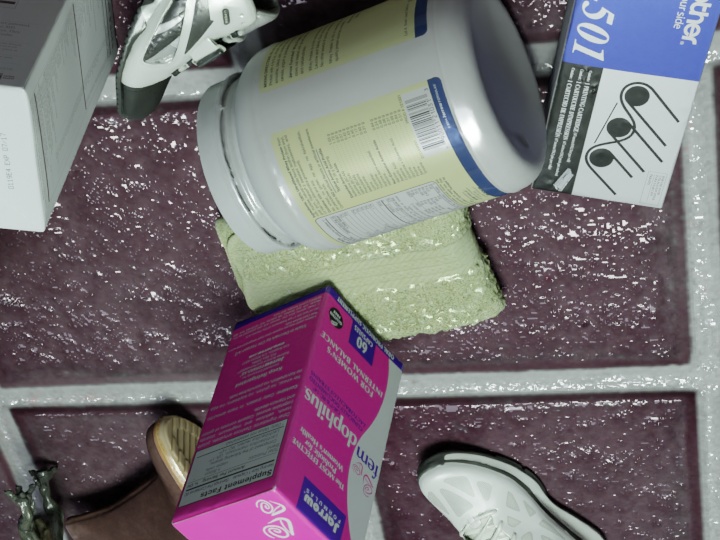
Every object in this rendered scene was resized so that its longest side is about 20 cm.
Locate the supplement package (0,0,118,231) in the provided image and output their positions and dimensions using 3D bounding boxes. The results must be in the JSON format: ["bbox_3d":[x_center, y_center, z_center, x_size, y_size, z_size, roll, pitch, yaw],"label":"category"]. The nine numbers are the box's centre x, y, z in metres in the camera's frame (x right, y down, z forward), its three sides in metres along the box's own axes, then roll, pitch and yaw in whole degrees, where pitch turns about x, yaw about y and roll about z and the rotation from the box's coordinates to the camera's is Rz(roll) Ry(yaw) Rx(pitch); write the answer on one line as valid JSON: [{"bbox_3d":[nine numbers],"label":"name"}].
[{"bbox_3d":[-0.234,-0.134,1.041,0.109,0.200,0.114,6,131,4],"label":"supplement package"}]

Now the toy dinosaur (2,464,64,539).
[{"bbox_3d":[-0.283,0.225,1.426,0.047,0.200,0.089,-10,97,-9],"label":"toy dinosaur"}]

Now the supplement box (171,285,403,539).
[{"bbox_3d":[-0.050,0.126,1.195,0.103,0.201,0.101,-22,126,32],"label":"supplement box"}]

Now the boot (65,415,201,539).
[{"bbox_3d":[-0.191,0.213,1.429,0.166,0.073,0.200,-13,132,18],"label":"boot"}]

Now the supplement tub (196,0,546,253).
[{"bbox_3d":[0.007,-0.097,1.068,0.199,0.145,0.145,-17,126,24],"label":"supplement tub"}]

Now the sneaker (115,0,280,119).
[{"bbox_3d":[-0.104,-0.167,1.074,0.088,0.074,0.200,23,132,-8],"label":"sneaker"}]

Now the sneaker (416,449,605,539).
[{"bbox_3d":[0.129,0.238,1.364,0.200,0.116,0.076,33,129,-19],"label":"sneaker"}]

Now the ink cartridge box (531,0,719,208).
[{"bbox_3d":[0.176,-0.136,1.071,0.093,0.044,0.201,8,132,1],"label":"ink cartridge box"}]

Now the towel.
[{"bbox_3d":[0.000,0.000,1.230,0.199,0.037,0.149,-11,130,19],"label":"towel"}]
